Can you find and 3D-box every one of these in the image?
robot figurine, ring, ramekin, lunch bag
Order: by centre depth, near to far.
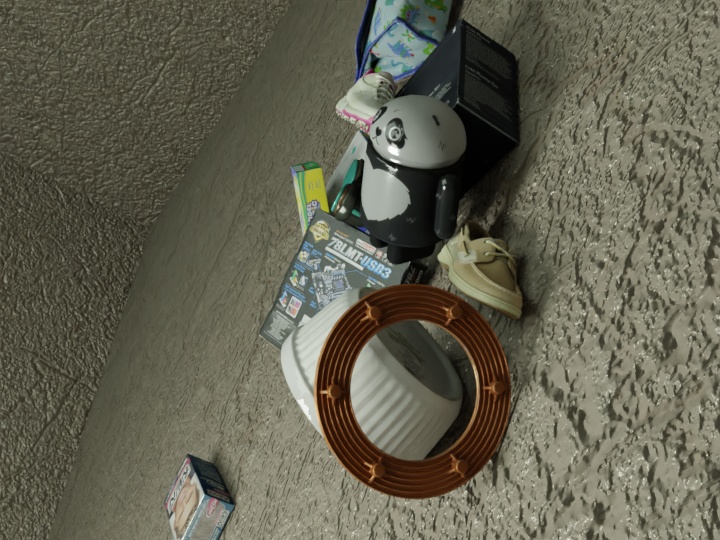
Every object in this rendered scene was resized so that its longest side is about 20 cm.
[{"bbox_3d":[0.053,0.114,0.844,0.204,0.197,0.019,-67,8,-13],"label":"ring"},{"bbox_3d":[0.020,0.112,0.945,0.105,0.199,0.201,-44,25,16],"label":"ramekin"},{"bbox_3d":[0.060,-0.110,1.074,0.125,0.147,0.204,-56,-22,-54],"label":"robot figurine"},{"bbox_3d":[0.063,-0.433,1.561,0.199,0.126,0.173,-30,40,56],"label":"lunch bag"}]

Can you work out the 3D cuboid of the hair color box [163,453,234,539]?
[{"bbox_3d":[-0.279,0.398,1.509,0.102,0.060,0.199,-64,21,-2],"label":"hair color box"}]

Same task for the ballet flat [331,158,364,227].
[{"bbox_3d":[0.001,-0.103,1.262,0.069,0.067,0.201,-61,5,23],"label":"ballet flat"}]

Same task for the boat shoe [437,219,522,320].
[{"bbox_3d":[0.137,-0.007,0.973,0.066,0.071,0.200,-59,15,11],"label":"boat shoe"}]

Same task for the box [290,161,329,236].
[{"bbox_3d":[-0.071,-0.067,1.427,0.117,0.047,0.205,-127,25,-76],"label":"box"}]

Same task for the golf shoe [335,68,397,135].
[{"bbox_3d":[0.018,-0.239,1.246,0.093,0.074,0.200,-56,22,8],"label":"golf shoe"}]

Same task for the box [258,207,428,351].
[{"bbox_3d":[-0.028,0.043,1.203,0.198,0.049,0.202,28,94,39],"label":"box"}]

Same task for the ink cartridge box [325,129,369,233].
[{"bbox_3d":[0.009,-0.124,1.415,0.138,0.075,0.201,-58,20,15],"label":"ink cartridge box"}]

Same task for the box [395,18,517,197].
[{"bbox_3d":[0.115,-0.198,1.207,0.200,0.103,0.185,-44,29,42],"label":"box"}]
